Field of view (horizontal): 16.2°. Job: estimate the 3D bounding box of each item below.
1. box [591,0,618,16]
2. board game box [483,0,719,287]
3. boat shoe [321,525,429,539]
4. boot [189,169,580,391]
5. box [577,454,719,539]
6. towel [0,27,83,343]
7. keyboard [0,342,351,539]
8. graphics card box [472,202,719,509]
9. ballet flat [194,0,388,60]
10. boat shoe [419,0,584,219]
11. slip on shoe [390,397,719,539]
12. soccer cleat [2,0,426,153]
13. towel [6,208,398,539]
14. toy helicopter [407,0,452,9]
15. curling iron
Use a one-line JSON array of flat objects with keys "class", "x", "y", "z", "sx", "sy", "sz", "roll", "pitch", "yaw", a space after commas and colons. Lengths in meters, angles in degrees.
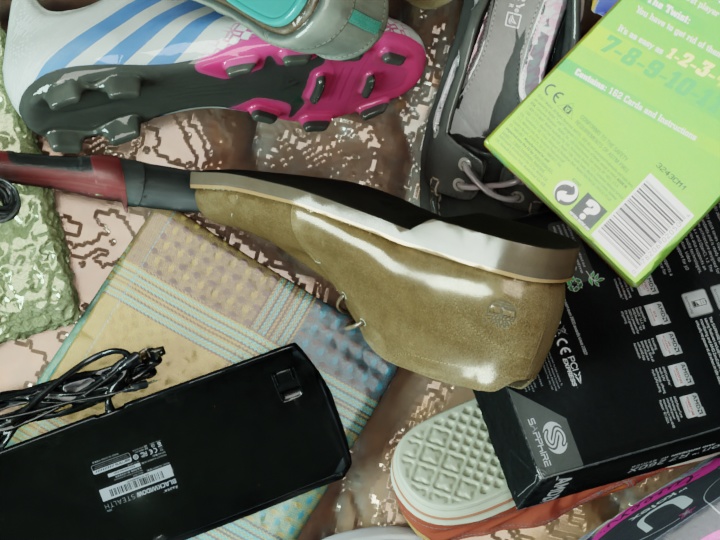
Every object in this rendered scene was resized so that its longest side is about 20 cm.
[{"class": "box", "x": 0.180, "y": -0.184, "z": 1.190, "sx": 0.119, "sy": 0.041, "sz": 0.200, "roll": 11, "pitch": 68, "yaw": -1}, {"class": "board game box", "x": 0.158, "y": -0.097, "z": 1.135, "sx": 0.096, "sy": 0.030, "sz": 0.200, "roll": 44, "pitch": 93, "yaw": -1}, {"class": "boat shoe", "x": -0.038, "y": 0.181, "z": 1.173, "sx": 0.200, "sy": 0.065, "sz": 0.074, "roll": -25, "pitch": 106, "yaw": -14}, {"class": "boot", "x": 0.000, "y": 0.000, "z": 1.131, "sx": 0.200, "sy": 0.074, "sz": 0.076, "roll": 19, "pitch": 104, "yaw": 33}, {"class": "box", "x": 0.140, "y": 0.184, "z": 1.174, "sx": 0.200, "sy": 0.115, "sz": 0.132, "roll": -33, "pitch": 92, "yaw": -4}, {"class": "towel", "x": -0.222, "y": -0.049, "z": 1.194, "sx": 0.148, "sy": 0.036, "sz": 0.200, "roll": -19, "pitch": 90, "yaw": -5}, {"class": "keyboard", "x": -0.111, "y": 0.081, "z": 1.188, "sx": 0.200, "sy": 0.040, "sz": 0.104, "roll": -20, "pitch": 112, "yaw": -5}, {"class": "graphics card box", "x": 0.146, "y": 0.024, "z": 1.173, "sx": 0.200, "sy": 0.051, "sz": 0.126, "roll": -14, "pitch": 72, "yaw": -18}, {"class": "ballet flat", "x": -0.062, "y": -0.148, "z": 1.160, "sx": 0.200, "sy": 0.064, "sz": 0.067, "roll": 37, "pitch": 104, "yaw": 40}, {"class": "boat shoe", "x": 0.067, "y": -0.083, "z": 1.197, "sx": 0.067, "sy": 0.057, "sz": 0.200, "roll": 11, "pitch": 92, "yaw": 5}, {"class": "slip on shoe", "x": 0.106, "y": 0.080, "z": 1.205, "sx": 0.200, "sy": 0.061, "sz": 0.074, "roll": -18, "pitch": 63, "yaw": -16}, {"class": "soccer cleat", "x": -0.070, "y": -0.111, "z": 1.190, "sx": 0.200, "sy": 0.070, "sz": 0.086, "roll": -6, "pitch": 57, "yaw": -15}, {"class": "towel", "x": -0.090, "y": 0.087, "z": 1.209, "sx": 0.147, "sy": 0.022, "sz": 0.200, "roll": 32, "pitch": 86, "yaw": -3}, {"class": "toy helicopter", "x": 0.058, "y": -0.213, "z": 1.176, "sx": 0.079, "sy": 0.132, "sz": 0.200, "roll": 35, "pitch": 75, "yaw": -42}, {"class": "curling iron", "x": -0.115, "y": -0.033, "z": 1.182, "sx": 0.200, "sy": 0.026, "sz": 0.050, "roll": 2, "pitch": 66, "yaw": -25}]
